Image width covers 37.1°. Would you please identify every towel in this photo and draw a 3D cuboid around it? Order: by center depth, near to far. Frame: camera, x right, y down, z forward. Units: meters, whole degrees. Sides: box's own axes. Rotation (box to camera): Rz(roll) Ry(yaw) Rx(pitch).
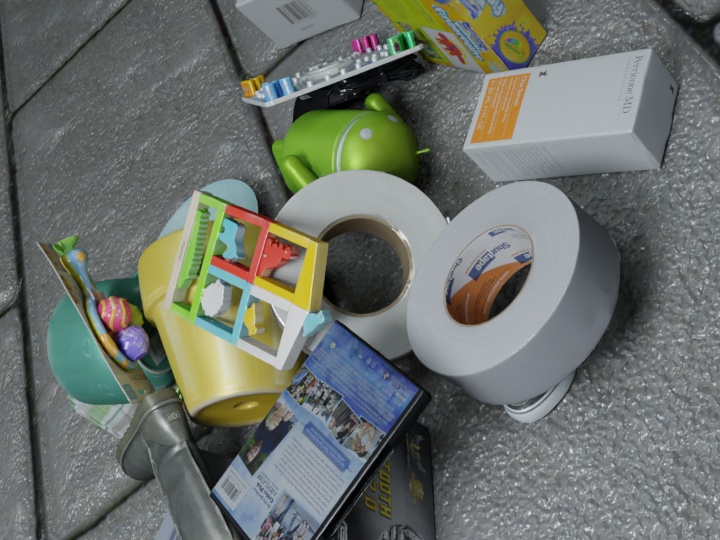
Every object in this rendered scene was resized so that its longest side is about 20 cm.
[{"bbox_3d":[-0.298,0.145,1.402,0.200,0.031,0.149,19,77,47],"label":"towel"}]

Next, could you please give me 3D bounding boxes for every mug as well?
[{"bbox_3d":[-0.285,0.070,1.310,0.114,0.152,0.186,-7,76,36],"label":"mug"}]

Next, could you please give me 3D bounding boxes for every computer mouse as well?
[{"bbox_3d":[-0.007,-0.237,1.354,0.140,0.046,0.200,-22,3,-23],"label":"computer mouse"}]

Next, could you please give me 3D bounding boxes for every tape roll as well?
[{"bbox_3d":[0.136,0.019,0.983,0.200,0.066,0.201,-34,38,31],"label":"tape roll"},{"bbox_3d":[0.000,0.000,1.110,0.203,0.202,0.071,-62,-2,-10],"label":"tape roll"}]

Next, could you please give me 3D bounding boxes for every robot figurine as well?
[{"bbox_3d":[-0.014,-0.131,1.267,0.200,0.116,0.175,10,39,46],"label":"robot figurine"}]

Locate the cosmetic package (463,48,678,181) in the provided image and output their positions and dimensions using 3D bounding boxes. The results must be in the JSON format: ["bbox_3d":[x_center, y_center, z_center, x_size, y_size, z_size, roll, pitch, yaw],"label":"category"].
[{"bbox_3d":[0.215,-0.157,1.112,0.200,0.071,0.102,-1,62,41],"label":"cosmetic package"}]

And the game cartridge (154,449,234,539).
[{"bbox_3d":[-0.172,0.303,1.175,0.133,0.041,0.200,5,67,48],"label":"game cartridge"}]

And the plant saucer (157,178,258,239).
[{"bbox_3d":[-0.200,-0.026,1.424,0.201,0.039,0.201,-22,50,29],"label":"plant saucer"}]

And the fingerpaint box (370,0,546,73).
[{"bbox_3d":[0.093,-0.317,1.235,0.167,0.200,0.073,25,80,49],"label":"fingerpaint box"}]

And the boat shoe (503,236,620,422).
[{"bbox_3d":[0.180,0.045,1.016,0.069,0.057,0.200,15,73,46],"label":"boat shoe"}]

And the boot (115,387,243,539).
[{"bbox_3d":[-0.190,0.248,1.150,0.200,0.072,0.182,56,149,22],"label":"boot"}]

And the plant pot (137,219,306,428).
[{"bbox_3d":[-0.140,0.068,1.204,0.200,0.201,0.189,-23,65,29],"label":"plant pot"}]

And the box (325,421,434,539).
[{"bbox_3d":[0.005,0.212,0.984,0.048,0.158,0.200,-24,48,30],"label":"box"}]

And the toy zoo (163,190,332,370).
[{"bbox_3d":[-0.106,0.012,1.062,0.200,0.020,0.132,23,102,32],"label":"toy zoo"}]

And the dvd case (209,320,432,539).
[{"bbox_3d":[-0.039,0.154,0.930,0.200,0.018,0.143,-54,41,-1],"label":"dvd case"}]

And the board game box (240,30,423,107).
[{"bbox_3d":[-0.044,-0.251,1.323,0.200,0.026,0.200,-23,15,-9],"label":"board game box"}]

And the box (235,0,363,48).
[{"bbox_3d":[-0.074,-0.447,1.546,0.152,0.106,0.200,-12,56,37],"label":"box"}]

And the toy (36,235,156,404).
[{"bbox_3d":[-0.272,0.047,1.178,0.047,0.115,0.200,-35,85,3],"label":"toy"}]
